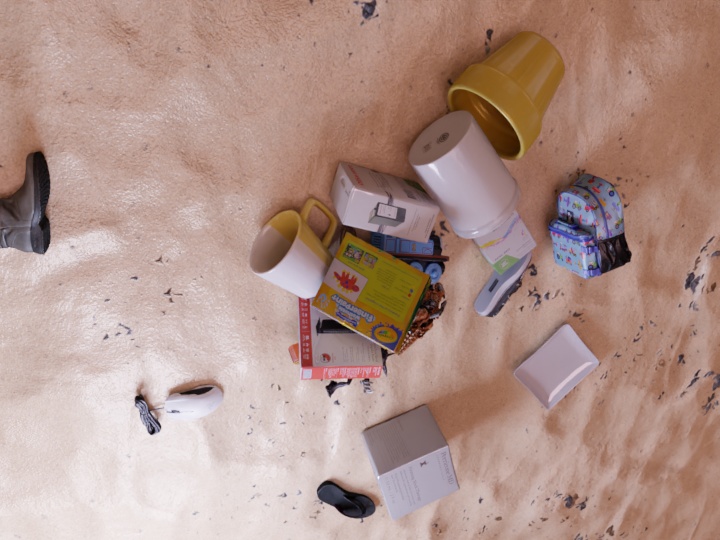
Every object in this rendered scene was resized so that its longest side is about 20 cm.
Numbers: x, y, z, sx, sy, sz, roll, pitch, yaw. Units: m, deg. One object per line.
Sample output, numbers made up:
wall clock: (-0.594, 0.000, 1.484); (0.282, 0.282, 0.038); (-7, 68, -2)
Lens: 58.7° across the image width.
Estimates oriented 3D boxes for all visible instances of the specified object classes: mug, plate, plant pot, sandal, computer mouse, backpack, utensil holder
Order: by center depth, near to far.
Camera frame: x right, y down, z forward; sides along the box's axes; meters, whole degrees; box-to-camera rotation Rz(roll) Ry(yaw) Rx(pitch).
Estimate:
plant pot: (0.305, -0.362, 1.288); (0.190, 0.200, 0.201); (-48, 120, -7)
utensil holder: (0.215, -0.200, 1.325); (0.169, 0.171, 0.201); (-38, 119, 5)
mug: (-0.119, -0.032, 1.346); (0.186, 0.151, 0.152); (-40, 128, 14)
backpack: (0.520, -0.109, 1.474); (0.131, 0.183, 0.205); (-22, 117, -11)
computer mouse: (-0.415, 0.317, 1.482); (0.194, 0.044, 0.113); (-13, 118, -10)
plate: (0.530, 0.259, 1.745); (0.199, 0.032, 0.200); (-43, 120, 8)
sandal: (-0.038, 0.644, 1.755); (0.198, 0.048, 0.076); (32, 104, -27)

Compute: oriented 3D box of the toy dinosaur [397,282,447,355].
toy dinosaur: (0.124, 0.103, 1.462); (0.199, 0.133, 0.105); (-34, 114, -47)

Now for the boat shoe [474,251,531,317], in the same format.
boat shoe: (0.360, 0.034, 1.563); (0.065, 0.070, 0.203); (21, 109, -33)

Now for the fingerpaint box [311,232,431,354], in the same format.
fingerpaint box: (0.024, 0.047, 1.307); (0.196, 0.073, 0.171); (26, 85, 14)

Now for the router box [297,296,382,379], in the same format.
router box: (-0.049, 0.137, 1.402); (0.173, 0.204, 0.050); (0, 139, -9)

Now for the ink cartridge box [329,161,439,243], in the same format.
ink cartridge box: (0.046, -0.143, 1.334); (0.194, 0.146, 0.086); (12, 115, -21)

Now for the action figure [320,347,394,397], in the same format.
action figure: (0.000, 0.236, 1.536); (0.195, 0.102, 0.122); (-25, 110, -1)

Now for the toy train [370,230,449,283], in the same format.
toy train: (0.109, -0.035, 1.434); (0.194, 0.086, 0.118); (2, 97, -27)

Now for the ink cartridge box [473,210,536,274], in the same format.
ink cartridge box: (0.309, -0.104, 1.477); (0.116, 0.068, 0.201); (-38, 120, 5)

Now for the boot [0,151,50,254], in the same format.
boot: (-0.649, -0.124, 1.184); (0.126, 0.068, 0.206); (6, 112, -13)

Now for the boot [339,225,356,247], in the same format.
boot: (0.000, 0.000, 1.388); (0.073, 0.073, 0.207); (-11, 82, 27)

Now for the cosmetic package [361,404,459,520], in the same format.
cosmetic package: (0.128, 0.494, 1.663); (0.195, 0.167, 0.171); (-21, 120, -6)

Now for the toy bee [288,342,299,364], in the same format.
toy bee: (-0.075, 0.181, 1.478); (0.193, 0.135, 0.109); (3, 155, -15)
